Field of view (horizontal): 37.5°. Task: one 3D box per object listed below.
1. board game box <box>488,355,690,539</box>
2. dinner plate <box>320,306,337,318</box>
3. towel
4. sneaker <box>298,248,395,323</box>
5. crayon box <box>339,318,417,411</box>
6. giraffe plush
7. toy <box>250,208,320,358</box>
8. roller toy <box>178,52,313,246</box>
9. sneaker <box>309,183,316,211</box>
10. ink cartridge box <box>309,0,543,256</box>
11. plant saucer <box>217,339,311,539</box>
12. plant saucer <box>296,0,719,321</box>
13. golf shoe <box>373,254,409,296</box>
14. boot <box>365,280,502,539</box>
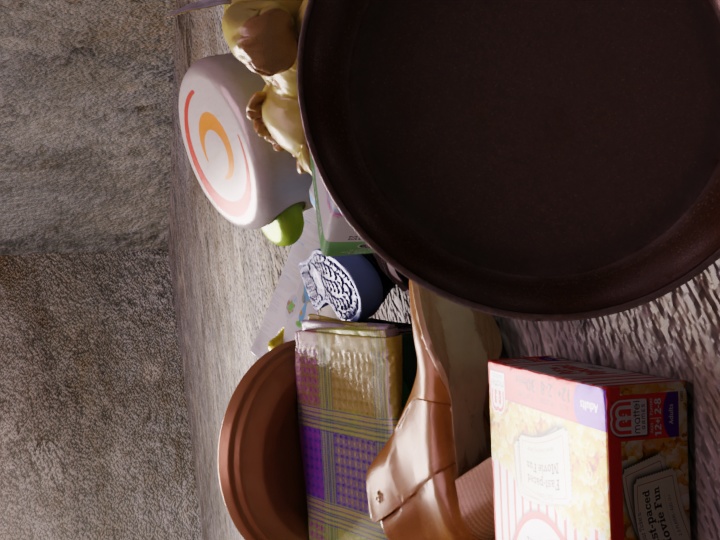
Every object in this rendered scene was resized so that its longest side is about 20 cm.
[{"bbox_3d":[0.120,0.152,0.571,0.151,0.046,0.201,178,89,-76],"label":"board game box"},{"bbox_3d":[-0.031,0.124,1.203,0.200,0.024,0.202,177,90,-74],"label":"dinner plate"},{"bbox_3d":[-0.005,0.136,0.854,0.143,0.023,0.201,-2,92,55],"label":"towel"},{"bbox_3d":[0.000,0.000,0.934,0.200,0.078,0.070,-169,58,-76],"label":"sneaker"},{"bbox_3d":[0.024,0.145,0.888,0.127,0.051,0.201,5,97,62],"label":"crayon box"},{"bbox_3d":[-0.045,-0.168,0.903,0.173,0.199,0.163,-61,-42,-47],"label":"giraffe plush"},{"bbox_3d":[-0.050,0.020,1.159,0.115,0.047,0.201,31,97,59],"label":"toy"},{"bbox_3d":[-0.091,-0.148,1.101,0.182,0.139,0.201,45,146,34],"label":"roller toy"},{"bbox_3d":[0.000,-0.061,0.957,0.200,0.071,0.073,-148,56,-76],"label":"sneaker"},{"bbox_3d":[0.050,-0.070,0.554,0.200,0.144,0.088,113,152,-77],"label":"ink cartridge box"},{"bbox_3d":[-0.038,0.161,0.947,0.037,0.199,0.202,-3,89,46],"label":"plant saucer"},{"bbox_3d":[0.074,-0.078,0.433,0.032,0.199,0.202,75,-170,-81],"label":"plant saucer"},{"bbox_3d":[0.049,-0.059,0.783,0.201,0.077,0.095,95,155,-53],"label":"golf shoe"},{"bbox_3d":[0.043,0.105,0.747,0.144,0.070,0.202,-45,53,43],"label":"boot"}]
